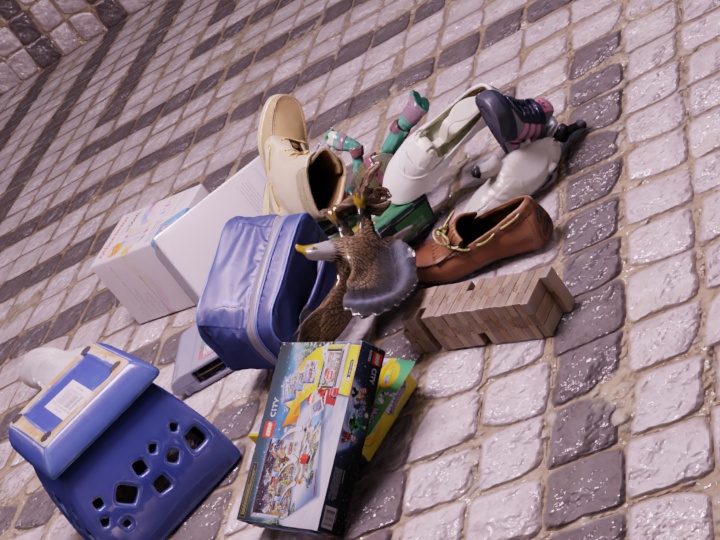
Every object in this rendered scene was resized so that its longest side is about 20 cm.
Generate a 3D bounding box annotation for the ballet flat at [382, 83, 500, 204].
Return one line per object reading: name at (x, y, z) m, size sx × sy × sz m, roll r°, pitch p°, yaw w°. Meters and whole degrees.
ballet flat at (0.100, -0.168, 1.785) m, size 0.200 × 0.069 × 0.069 m, roll -43°, pitch 25°, yaw -2°

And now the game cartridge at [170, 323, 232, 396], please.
game cartridge at (-0.166, 0.082, 1.886) m, size 0.199 × 0.041 × 0.133 m, roll -30°, pitch 22°, yaw 15°

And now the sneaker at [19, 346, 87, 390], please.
sneaker at (-0.451, 0.166, 2.084) m, size 0.199 × 0.075 × 0.089 m, roll -11°, pitch 48°, yaw 42°

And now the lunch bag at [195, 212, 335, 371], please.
lunch bag at (-0.099, 0.022, 1.736) m, size 0.132 × 0.136 × 0.201 m, roll 0°, pitch 60°, yaw 27°

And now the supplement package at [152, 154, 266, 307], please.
supplement package at (-0.174, -0.048, 1.952) m, size 0.200 × 0.121 × 0.120 m, roll -38°, pitch -5°, yaw -12°

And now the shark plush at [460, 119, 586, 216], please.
shark plush at (0.198, -0.130, 1.734) m, size 0.200 × 0.091 × 0.083 m, roll -53°, pitch -2°, yaw -19°

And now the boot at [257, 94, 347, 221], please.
boot at (-0.076, -0.149, 1.838) m, size 0.155 × 0.072 × 0.201 m, roll -21°, pitch 66°, yaw 61°

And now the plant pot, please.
plant pot at (-0.293, 0.207, 1.672) m, size 0.200 × 0.180 × 0.200 m, roll -45°, pitch 26°, yaw -17°

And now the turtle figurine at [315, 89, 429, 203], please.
turtle figurine at (0.032, -0.140, 1.877) m, size 0.200 × 0.149 × 0.101 m, roll -38°, pitch 37°, yaw 23°

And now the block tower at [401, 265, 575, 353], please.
block tower at (0.133, 0.046, 1.531) m, size 0.199 × 0.054 × 0.058 m, roll -13°, pitch 35°, yaw 43°

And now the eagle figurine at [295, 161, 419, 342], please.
eagle figurine at (-0.007, 0.000, 1.642) m, size 0.150 × 0.152 × 0.201 m, roll -8°, pitch 62°, yaw 4°

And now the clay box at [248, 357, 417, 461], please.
clay box at (-0.023, 0.155, 1.559) m, size 0.199 × 0.048 × 0.115 m, roll -5°, pitch 42°, yaw 47°

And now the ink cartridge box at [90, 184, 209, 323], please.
ink cartridge box at (-0.297, -0.020, 2.120) m, size 0.199 × 0.125 × 0.129 m, roll -18°, pitch 32°, yaw 35°

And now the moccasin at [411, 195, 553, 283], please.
moccasin at (0.127, -0.038, 1.650) m, size 0.201 × 0.078 × 0.074 m, roll -16°, pitch 35°, yaw 42°

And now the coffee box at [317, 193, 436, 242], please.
coffee box at (-0.011, -0.042, 1.846) m, size 0.199 × 0.044 × 0.123 m, roll -13°, pitch 17°, yaw 41°

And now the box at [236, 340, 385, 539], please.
box at (-0.052, 0.175, 1.479) m, size 0.136 × 0.038 × 0.201 m, roll -4°, pitch 66°, yaw 49°

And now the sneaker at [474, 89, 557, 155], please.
sneaker at (0.195, -0.194, 1.732) m, size 0.082 × 0.070 × 0.200 m, roll -33°, pitch -13°, yaw 7°
